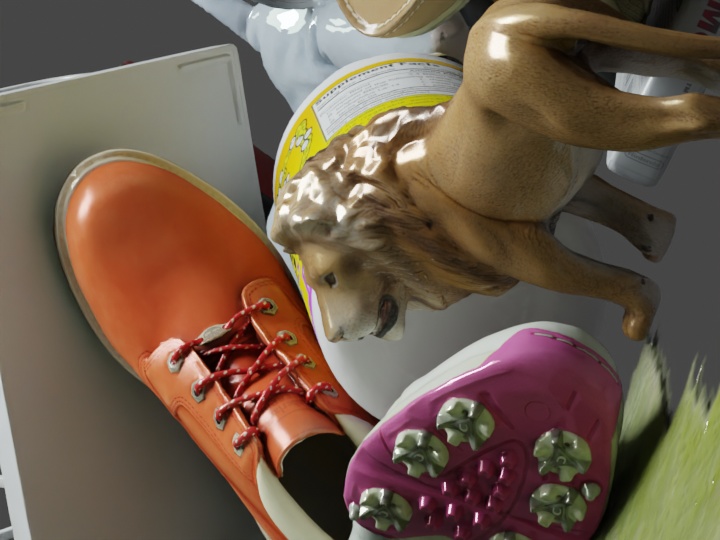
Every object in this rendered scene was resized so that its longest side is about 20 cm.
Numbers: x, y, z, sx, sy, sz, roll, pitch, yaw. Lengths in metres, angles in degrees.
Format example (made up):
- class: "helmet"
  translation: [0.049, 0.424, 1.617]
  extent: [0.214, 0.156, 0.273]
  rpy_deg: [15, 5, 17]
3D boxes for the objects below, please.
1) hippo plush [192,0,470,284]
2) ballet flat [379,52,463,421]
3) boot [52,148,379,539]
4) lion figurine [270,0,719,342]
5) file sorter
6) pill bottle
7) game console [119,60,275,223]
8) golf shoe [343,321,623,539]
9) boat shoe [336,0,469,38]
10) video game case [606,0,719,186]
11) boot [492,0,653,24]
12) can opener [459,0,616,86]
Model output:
- class: "hippo plush"
  translation: [0.014, -0.054, 1.211]
  extent: [0.159, 0.198, 0.162]
  rpy_deg: [-154, 67, -68]
- class: "ballet flat"
  translation: [0.000, 0.000, 1.109]
  extent: [0.057, 0.066, 0.201]
  rpy_deg: [7, 75, 56]
- class: "boot"
  translation: [-0.040, 0.036, 0.949]
  extent: [0.075, 0.200, 0.107]
  rpy_deg: [-38, 1, -6]
- class: "lion figurine"
  translation: [0.050, -0.040, 0.783]
  extent: [0.200, 0.122, 0.073]
  rpy_deg: [118, 174, -52]
- class: "file sorter"
  translation: [-0.124, 0.021, 1.056]
  extent: [0.124, 0.138, 0.202]
  rpy_deg: [1, 104, 47]
- class: "pill bottle"
  translation: [0.022, -0.020, 0.972]
  extent: [0.200, 0.104, 0.105]
  rpy_deg: [-112, 44, -70]
- class: "game console"
  translation: [-0.059, 0.011, 1.363]
  extent: [0.118, 0.200, 0.173]
  rpy_deg: [9, 73, 43]
- class: "golf shoe"
  translation: [0.035, 0.061, 0.818]
  extent: [0.092, 0.075, 0.200]
  rpy_deg: [-66, 3, -37]
- class: "boat shoe"
  translation: [0.024, -0.157, 0.943]
  extent: [0.066, 0.074, 0.201]
  rpy_deg: [-26, -26, -38]
- class: "video game case"
  translation: [0.139, -0.147, 0.943]
  extent: [0.200, 0.023, 0.183]
  rpy_deg: [-72, 5, -63]
- class: "boot"
  translation: [0.096, -0.153, 0.875]
  extent: [0.156, 0.073, 0.200]
  rpy_deg: [-60, -8, 8]
- class: "can opener"
  translation: [0.046, -0.136, 1.037]
  extent: [0.053, 0.201, 0.067]
  rpy_deg: [-27, -6, -6]
